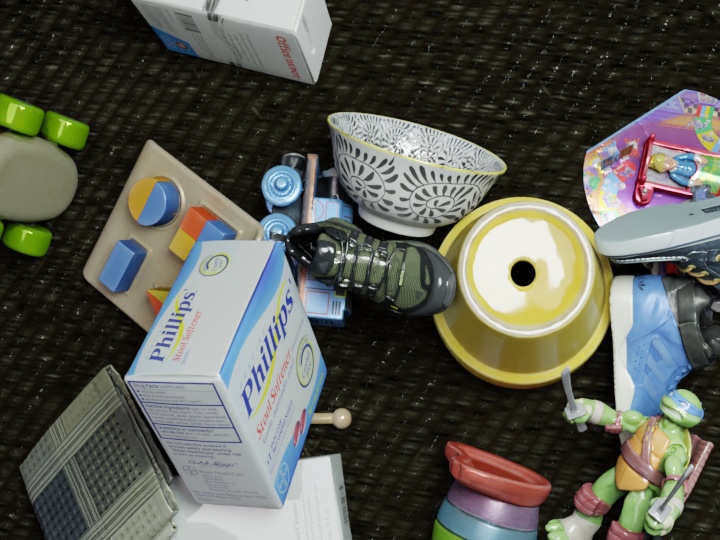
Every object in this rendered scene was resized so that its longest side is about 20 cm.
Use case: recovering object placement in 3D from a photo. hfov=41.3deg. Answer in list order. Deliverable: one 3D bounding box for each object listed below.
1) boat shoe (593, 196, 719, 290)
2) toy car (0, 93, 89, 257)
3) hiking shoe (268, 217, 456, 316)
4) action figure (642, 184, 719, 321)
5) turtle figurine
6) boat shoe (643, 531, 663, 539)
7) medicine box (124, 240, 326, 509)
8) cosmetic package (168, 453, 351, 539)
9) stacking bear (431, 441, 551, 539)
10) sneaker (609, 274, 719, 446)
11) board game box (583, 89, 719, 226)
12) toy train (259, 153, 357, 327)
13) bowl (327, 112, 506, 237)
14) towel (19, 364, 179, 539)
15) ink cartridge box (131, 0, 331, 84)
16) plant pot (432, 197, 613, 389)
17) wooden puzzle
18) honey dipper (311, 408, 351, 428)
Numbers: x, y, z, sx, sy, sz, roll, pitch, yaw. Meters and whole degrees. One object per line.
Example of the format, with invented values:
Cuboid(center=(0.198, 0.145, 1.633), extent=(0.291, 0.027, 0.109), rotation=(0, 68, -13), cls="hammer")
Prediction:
Cuboid(center=(0.325, -0.015, 0.909), extent=(0.197, 0.071, 0.092), rotation=(-11, 113, 3), cls="boat shoe")
Cuboid(center=(-0.446, -0.131, 1.115), extent=(0.198, 0.157, 0.166), rotation=(23, 94, 22), cls="toy car")
Cuboid(center=(0.000, 0.000, 0.938), extent=(0.198, 0.100, 0.077), rotation=(19, 107, 40), cls="hiking shoe")
Cuboid(center=(0.381, -0.005, 1.008), extent=(0.190, 0.105, 0.203), rotation=(7, 118, 6), cls="action figure")
Cuboid(center=(0.229, 0.193, 0.888), extent=(0.143, 0.199, 0.196), rotation=(30, 111, 25), cls="turtle figurine")
Cuboid(center=(0.226, 0.316, 0.963), extent=(0.197, 0.075, 0.067), rotation=(-18, 95, -1), cls="boat shoe")
Cuboid(center=(-0.124, 0.104, 0.955), extent=(0.101, 0.202, 0.184), rotation=(0, 43, 18), cls="medicine box")
Cuboid(center=(-0.114, 0.265, 1.025), extent=(0.197, 0.081, 0.115), rotation=(-10, 80, 5), cls="cosmetic package")
Cuboid(center=(0.114, 0.297, 0.978), extent=(0.112, 0.121, 0.203), rotation=(17, 92, 1), cls="stacking bear")
Cuboid(center=(0.316, 0.103, 0.965), extent=(0.110, 0.077, 0.203), rotation=(-2, 99, 24), cls="sneaker")
Cuboid(center=(0.348, -0.106, 1.045), extent=(0.198, 0.039, 0.159), rotation=(-31, 77, 2), cls="board game box")
Cuboid(center=(-0.058, -0.031, 1.071), extent=(0.112, 0.087, 0.203), rotation=(5, 79, -1), cls="toy train")
Cuboid(center=(0.049, -0.096, 1.031), extent=(0.198, 0.201, 0.095), rotation=(20, 109, 10), cls="bowl")
Cuboid(center=(-0.282, 0.236, 1.034), extent=(0.200, 0.034, 0.194), rotation=(-45, 61, 23), cls="towel")
Cuboid(center=(-0.142, -0.298, 1.094), extent=(0.197, 0.146, 0.086), rotation=(14, 80, 9), cls="ink cartridge box")
Cuboid(center=(0.164, 0.015, 0.976), extent=(0.197, 0.189, 0.204), rotation=(-1, 80, 8), cls="plant pot")
Cuboid(center=(-0.221, -0.019, 1.066), extent=(0.199, 0.046, 0.187), rotation=(38, 107, 22), cls="wooden puzzle")
Cuboid(center=(-0.108, 0.164, 1.068), extent=(0.197, 0.038, 0.039), rotation=(-2, 80, 4), cls="honey dipper")
